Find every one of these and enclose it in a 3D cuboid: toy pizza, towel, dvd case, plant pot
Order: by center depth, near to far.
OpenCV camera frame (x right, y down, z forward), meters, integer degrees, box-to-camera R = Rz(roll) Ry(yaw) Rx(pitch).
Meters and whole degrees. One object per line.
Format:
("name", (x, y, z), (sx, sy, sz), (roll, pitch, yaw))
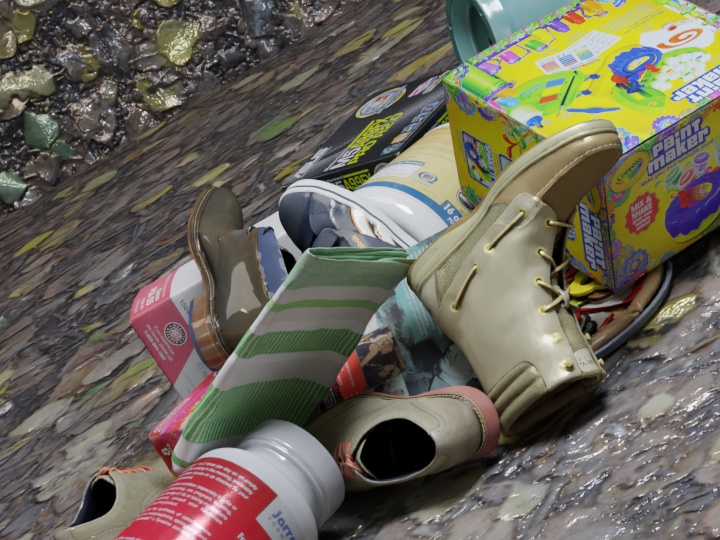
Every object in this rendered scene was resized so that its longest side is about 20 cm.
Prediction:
("towel", (-0.048, 0.064, 1.384), (0.200, 0.023, 0.152), (-54, -25, 21))
("dvd case", (0.036, 0.061, 1.444), (0.200, 0.146, 0.022), (-29, -22, 22))
("toy pizza", (0.151, 0.035, 1.484), (0.200, 0.032, 0.200), (-30, 16, 9))
("plant pot", (0.158, -0.219, 1.678), (0.134, 0.201, 0.200), (-22, 13, -14))

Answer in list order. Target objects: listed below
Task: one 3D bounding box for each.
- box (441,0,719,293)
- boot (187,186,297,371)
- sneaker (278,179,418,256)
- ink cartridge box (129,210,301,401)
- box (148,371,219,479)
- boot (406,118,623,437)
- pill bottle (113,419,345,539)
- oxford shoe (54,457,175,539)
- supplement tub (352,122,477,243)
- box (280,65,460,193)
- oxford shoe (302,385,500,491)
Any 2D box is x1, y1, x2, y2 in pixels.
("box", (0.205, -0.115, 1.495), (0.200, 0.122, 0.193), (-30, 41, -22))
("boot", (-0.088, -0.008, 1.590), (0.097, 0.075, 0.200), (-23, 44, 18))
("sneaker", (0.000, 0.000, 1.531), (0.079, 0.200, 0.079), (-41, -27, -36))
("ink cartridge box", (-0.084, 0.041, 1.712), (0.200, 0.147, 0.083), (-29, 15, 13))
("box", (-0.065, 0.108, 1.562), (0.100, 0.096, 0.200), (-16, 22, 48))
("boot", (0.136, 0.006, 1.337), (0.200, 0.156, 0.073), (-43, -30, 25))
("pill bottle", (-0.102, 0.197, 1.323), (0.112, 0.112, 0.200), (-14, 24, 50))
("oxford shoe", (-0.180, 0.184, 1.561), (0.070, 0.075, 0.200), (-23, 18, 33))
("supplement tub", (0.076, -0.043, 1.645), (0.144, 0.145, 0.200), (-16, 17, 45))
("box", (0.034, -0.134, 1.919), (0.160, 0.044, 0.200), (-12, 25, 41))
("oxford shoe", (0.004, 0.126, 1.377), (0.200, 0.071, 0.075), (-21, -3, 42))
